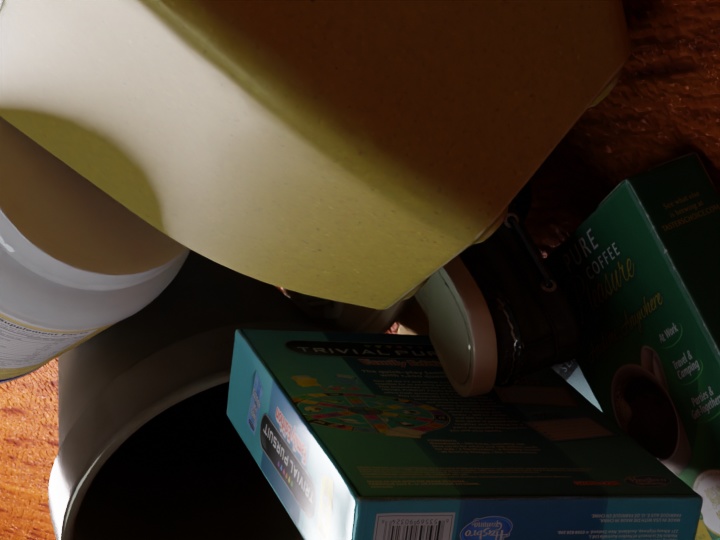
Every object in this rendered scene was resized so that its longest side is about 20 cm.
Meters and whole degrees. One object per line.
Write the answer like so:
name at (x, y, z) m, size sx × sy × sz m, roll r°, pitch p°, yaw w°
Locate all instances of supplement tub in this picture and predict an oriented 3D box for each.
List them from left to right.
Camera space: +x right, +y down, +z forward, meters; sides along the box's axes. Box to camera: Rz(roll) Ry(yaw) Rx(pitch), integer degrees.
supplement tub at (-0.167, -0.031, 0.883) m, size 0.146 × 0.145 × 0.200 m, roll 51°, pitch 146°, yaw -8°

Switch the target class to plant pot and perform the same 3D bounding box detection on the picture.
plant pot at (-0.092, 0.073, 1.000) m, size 0.201 × 0.199 × 0.174 m, roll 75°, pitch 169°, yaw -45°
plant pot at (-0.011, -0.099, 0.733) m, size 0.200 × 0.194 × 0.195 m, roll 43°, pitch 155°, yaw -4°

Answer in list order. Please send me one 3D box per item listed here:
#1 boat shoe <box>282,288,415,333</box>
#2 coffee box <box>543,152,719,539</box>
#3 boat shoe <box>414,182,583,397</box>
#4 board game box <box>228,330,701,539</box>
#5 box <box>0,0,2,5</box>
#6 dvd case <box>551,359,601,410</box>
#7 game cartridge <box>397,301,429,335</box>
boat shoe at (0.000, 0.000, 0.993) m, size 0.065 × 0.072 × 0.200 m, roll 46°, pitch 161°, yaw -1°
coffee box at (0.155, 0.060, 0.790) m, size 0.201 × 0.044 × 0.123 m, roll 63°, pitch 158°, yaw 13°
boat shoe at (0.053, -0.023, 0.840) m, size 0.200 × 0.066 × 0.075 m, roll -112°, pitch 19°, yaw -51°
board game box at (0.037, 0.082, 0.802) m, size 0.200 × 0.150 × 0.047 m, roll -136°, pitch 51°, yaw -66°
box at (-0.256, -0.248, 1.061) m, size 0.160 × 0.044 × 0.200 m, roll 37°, pitch 154°, yaw 17°
dvd case at (0.162, 0.128, 0.928) m, size 0.200 × 0.022 × 0.146 m, roll 44°, pitch 136°, yaw 10°
game cartridge at (0.103, 0.119, 1.048) m, size 0.200 × 0.032 × 0.177 m, roll 37°, pitch 153°, yaw 22°
